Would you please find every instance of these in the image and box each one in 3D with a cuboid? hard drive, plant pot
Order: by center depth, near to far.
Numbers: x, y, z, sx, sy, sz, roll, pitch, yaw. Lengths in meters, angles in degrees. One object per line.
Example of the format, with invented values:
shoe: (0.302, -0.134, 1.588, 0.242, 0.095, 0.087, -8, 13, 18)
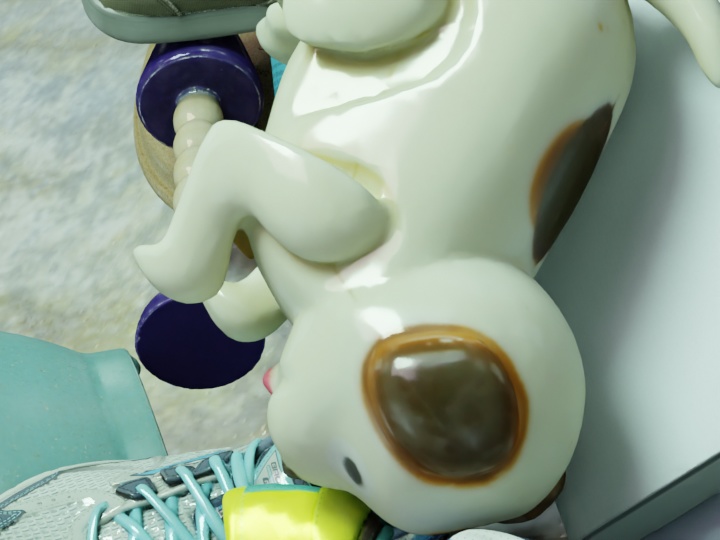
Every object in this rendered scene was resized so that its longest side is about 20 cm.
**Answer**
hard drive: (0.096, -0.021, 0.891, 0.132, 0.027, 0.200, -36, 56, 28)
plant pot: (-0.135, 0.107, 1.026, 0.134, 0.201, 0.200, -18, 35, -7)

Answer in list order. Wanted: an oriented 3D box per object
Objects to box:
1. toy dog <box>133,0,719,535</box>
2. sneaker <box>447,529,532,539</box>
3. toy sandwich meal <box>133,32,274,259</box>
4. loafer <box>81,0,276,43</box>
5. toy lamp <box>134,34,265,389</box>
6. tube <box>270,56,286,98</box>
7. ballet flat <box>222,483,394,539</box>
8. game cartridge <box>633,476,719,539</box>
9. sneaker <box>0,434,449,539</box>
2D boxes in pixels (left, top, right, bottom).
toy dog: (0.025, -0.012, 0.862, 0.193, 0.140, 0.200, 1, 72, 5)
sneaker: (0.041, 0.112, 0.848, 0.081, 0.146, 0.200, -48, 35, -4)
toy sandwich meal: (-0.017, -0.093, 1.197, 0.205, 0.070, 0.205, -18, 51, 23)
loafer: (-0.022, -0.146, 1.109, 0.200, 0.070, 0.075, -12, 49, -7)
toy lamp: (-0.066, -0.037, 1.088, 0.058, 0.058, 0.200, -31, 38, 21)
tube: (0.000, 0.000, 1.028, 0.077, 0.050, 0.200, -11, 83, 45)
ballet flat: (-0.044, 0.164, 0.888, 0.067, 0.067, 0.200, -53, -22, -78)
game cartridge: (0.122, 0.007, 0.901, 0.133, 0.041, 0.200, -42, 53, 19)
sneaker: (-0.050, 0.086, 0.928, 0.086, 0.200, 0.078, -48, 58, 53)
